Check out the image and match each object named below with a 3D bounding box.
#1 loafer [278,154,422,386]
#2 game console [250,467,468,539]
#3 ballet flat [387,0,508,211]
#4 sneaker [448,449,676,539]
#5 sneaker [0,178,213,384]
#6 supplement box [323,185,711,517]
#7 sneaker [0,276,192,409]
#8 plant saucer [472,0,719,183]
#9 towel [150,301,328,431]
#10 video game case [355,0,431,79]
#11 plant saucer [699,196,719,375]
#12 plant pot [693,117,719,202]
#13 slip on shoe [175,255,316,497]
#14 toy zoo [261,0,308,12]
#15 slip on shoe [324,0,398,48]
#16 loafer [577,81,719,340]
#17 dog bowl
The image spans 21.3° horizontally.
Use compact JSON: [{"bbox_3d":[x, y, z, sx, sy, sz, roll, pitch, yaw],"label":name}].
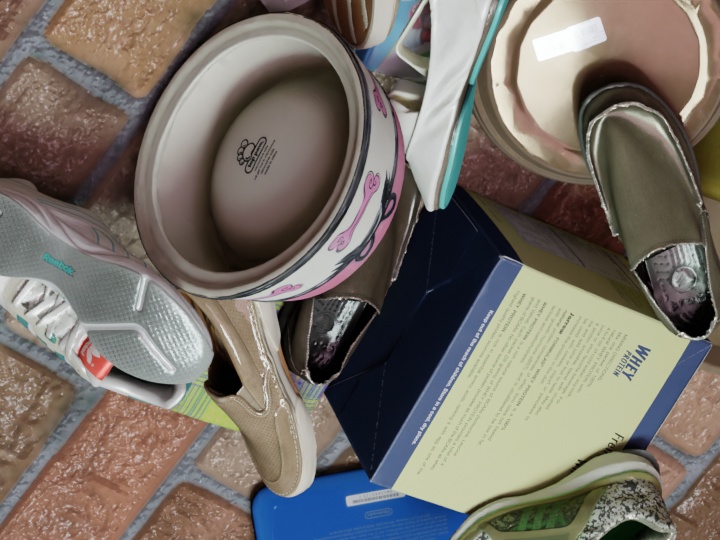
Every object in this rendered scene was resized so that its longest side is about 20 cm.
[{"bbox_3d":[0.000,0.000,1.384,0.073,0.071,0.201,11,113,-23],"label":"loafer"},{"bbox_3d":[0.008,0.245,1.573,0.199,0.118,0.172,-8,88,-15],"label":"game console"},{"bbox_3d":[0.052,-0.130,1.299,0.069,0.070,0.201,-2,134,-17],"label":"ballet flat"},{"bbox_3d":[0.143,0.206,1.398,0.199,0.089,0.077,-30,123,0],"label":"sneaker"},{"bbox_3d":[-0.176,-0.002,1.287,0.200,0.080,0.071,37,112,0],"label":"sneaker"},{"bbox_3d":[0.115,0.074,1.450,0.199,0.134,0.201,21,109,-27],"label":"supplement box"},{"bbox_3d":[-0.195,0.029,1.339,0.199,0.093,0.070,36,101,-22],"label":"sneaker"},{"bbox_3d":[0.171,-0.147,1.343,0.199,0.030,0.201,-1,119,-2],"label":"plant saucer"},{"bbox_3d":[-0.064,0.031,1.435,0.143,0.023,0.201,19,110,-27],"label":"towel"},{"bbox_3d":[0.106,-0.188,1.363,0.199,0.018,0.144,12,113,-32],"label":"video game case"},{"bbox_3d":[0.321,-0.008,1.540,0.199,0.029,0.201,-8,118,-15],"label":"plant saucer"},{"bbox_3d":[0.371,-0.108,1.383,0.195,0.200,0.195,18,98,-26],"label":"plant pot"},{"bbox_3d":[-0.085,0.082,1.389,0.060,0.076,0.201,-31,124,-35],"label":"slip on shoe"},{"bbox_3d":[-0.022,-0.254,1.288,0.199,0.020,0.132,-27,132,-4],"label":"toy zoo"},{"bbox_3d":[0.014,-0.240,1.250,0.060,0.076,0.201,-21,128,-28],"label":"slip on shoe"},{"bbox_3d":[0.211,-0.037,1.331,0.075,0.070,0.201,-24,108,10],"label":"loafer"},{"bbox_3d":[-0.056,-0.068,1.293,0.200,0.200,0.074,-52,141,12],"label":"dog bowl"}]
